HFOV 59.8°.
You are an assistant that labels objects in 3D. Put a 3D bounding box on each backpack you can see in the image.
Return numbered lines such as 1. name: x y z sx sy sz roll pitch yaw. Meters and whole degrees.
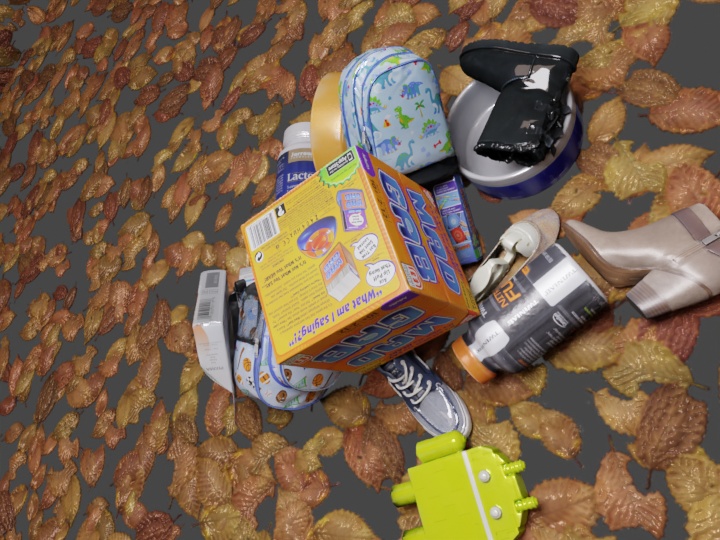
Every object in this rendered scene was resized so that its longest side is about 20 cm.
1. backpack: -0.108 0.124 0.997 0.154 0.199 0.192 20 99 52
2. backpack: 0.049 -0.213 0.883 0.162 0.154 0.201 -19 99 -10

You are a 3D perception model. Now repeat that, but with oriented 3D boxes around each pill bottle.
1. pill bottle: 0.219 0.066 0.840 0.200 0.106 0.106 -42 54 13
2. pill bottle: -0.097 -0.160 1.141 0.115 0.116 0.201 -14 64 29

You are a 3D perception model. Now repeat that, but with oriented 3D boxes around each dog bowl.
1. dog bowl: 0.233 -0.213 0.959 0.199 0.079 0.201 -13 65 30

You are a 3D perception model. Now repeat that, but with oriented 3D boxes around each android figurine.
1. android figurine: 0.137 0.308 0.833 0.199 0.041 0.183 -25 66 26

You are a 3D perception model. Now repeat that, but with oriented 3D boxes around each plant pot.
1. plant pot: 0.039 -0.228 1.042 0.182 0.200 0.201 4 73 19

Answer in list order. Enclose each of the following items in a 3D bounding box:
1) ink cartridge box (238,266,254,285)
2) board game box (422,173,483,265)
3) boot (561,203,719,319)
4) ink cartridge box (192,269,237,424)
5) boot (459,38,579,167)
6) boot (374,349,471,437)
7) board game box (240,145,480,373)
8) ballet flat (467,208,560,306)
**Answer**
1. ink cartridge box: -0.169 0.089 1.126 0.103 0.059 0.201 -11 65 30
2. board game box: 0.079 -0.060 0.990 0.199 0.034 0.136 -13 95 29
3. boot: 0.377 -0.035 0.804 0.146 0.070 0.200 -38 55 8
4. ink cartridge box: -0.231 0.123 1.014 0.050 0.201 0.162 -3 29 -8
5. boot: 0.206 -0.239 0.897 0.198 0.073 0.163 18 85 37
6. boot: 0.073 0.167 0.909 0.073 0.090 0.200 -50 52 7
7. board game box: 0.000 0.000 0.824 0.200 0.200 0.201 -30 64 25
8. ballet flat: 0.212 -0.013 0.901 0.068 0.067 0.200 40 96 38
